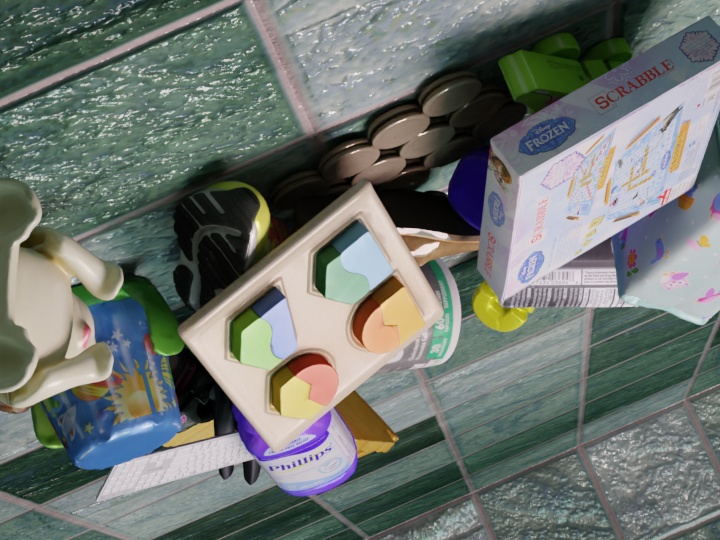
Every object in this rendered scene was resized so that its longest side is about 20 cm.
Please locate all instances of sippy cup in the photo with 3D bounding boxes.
[{"bbox_3d":[-0.216,0.093,1.301,0.139,0.131,0.178,-20,163,-13],"label":"sippy cup"}]

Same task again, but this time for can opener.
[{"bbox_3d":[-0.120,0.145,1.507,0.200,0.063,0.079,103,11,-50],"label":"can opener"}]

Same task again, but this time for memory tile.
[{"bbox_3d":[0.032,-0.097,1.251,0.200,0.017,0.153,-31,162,22],"label":"memory tile"}]

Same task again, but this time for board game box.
[{"bbox_3d":[0.185,-0.082,1.191,0.199,0.041,0.200,-30,156,-14],"label":"board game box"}]

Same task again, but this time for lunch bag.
[{"bbox_3d":[0.304,-0.083,1.379,0.122,0.200,0.170,15,143,-24],"label":"lunch bag"}]

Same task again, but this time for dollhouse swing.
[{"bbox_3d":[-0.099,0.188,1.710,0.176,0.182,0.200,-47,160,8],"label":"dollhouse swing"}]

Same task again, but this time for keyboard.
[{"bbox_3d":[-0.149,0.171,1.407,0.200,0.011,0.056,-10,149,-42],"label":"keyboard"}]

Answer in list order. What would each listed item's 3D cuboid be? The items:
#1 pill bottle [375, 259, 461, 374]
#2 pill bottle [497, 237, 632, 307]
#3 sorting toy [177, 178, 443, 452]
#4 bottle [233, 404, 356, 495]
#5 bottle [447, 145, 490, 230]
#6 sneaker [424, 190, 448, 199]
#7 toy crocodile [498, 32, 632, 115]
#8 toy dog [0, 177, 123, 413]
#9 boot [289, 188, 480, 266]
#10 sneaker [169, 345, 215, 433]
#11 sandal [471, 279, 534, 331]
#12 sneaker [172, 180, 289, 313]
[{"bbox_3d":[-0.017,0.045,1.433,0.199,0.113,0.113,-6,157,-27],"label":"pill bottle"},{"bbox_3d":[0.233,-0.017,1.500,0.199,0.107,0.106,-1,162,1],"label":"pill bottle"},{"bbox_3d":[-0.029,0.044,1.215,0.185,0.036,0.200,-39,140,-7],"label":"sorting toy"},{"bbox_3d":[-0.064,0.135,1.364,0.083,0.065,0.200,-21,148,4],"label":"bottle"},{"bbox_3d":[0.152,-0.078,1.346,0.200,0.083,0.065,-20,140,-58],"label":"bottle"},{"bbox_3d":[0.000,0.000,1.347,0.200,0.079,0.075,-32,-174,-7],"label":"sneaker"},{"bbox_3d":[0.175,-0.142,1.214,0.200,0.068,0.062,-4,154,-48],"label":"toy crocodile"},{"bbox_3d":[-0.260,0.041,1.081,0.193,0.140,0.200,-13,165,9],"label":"toy dog"},{"bbox_3d":[0.024,-0.020,1.281,0.200,0.074,0.076,-3,120,-34],"label":"boot"},{"bbox_3d":[-0.186,0.112,1.476,0.077,0.084,0.200,-23,164,22],"label":"sneaker"},{"bbox_3d":[0.192,-0.027,1.609,0.200,0.079,0.087,-43,-168,32],"label":"sandal"},{"bbox_3d":[-0.095,-0.025,1.225,0.090,0.078,0.200,-32,169,-23],"label":"sneaker"}]
